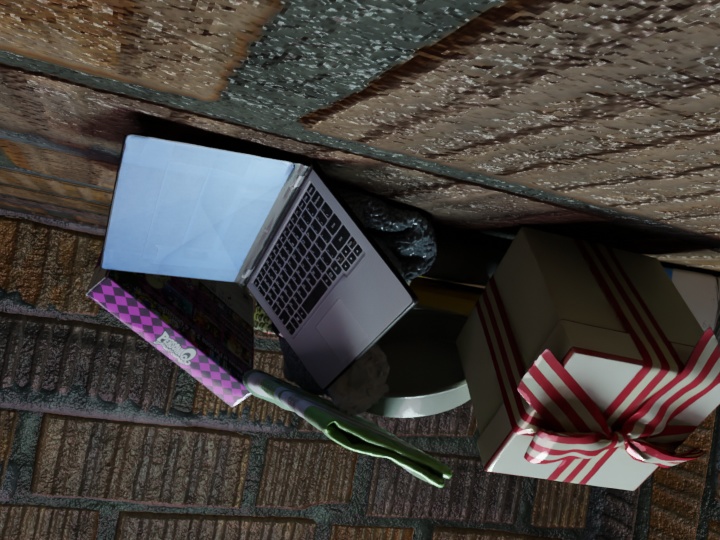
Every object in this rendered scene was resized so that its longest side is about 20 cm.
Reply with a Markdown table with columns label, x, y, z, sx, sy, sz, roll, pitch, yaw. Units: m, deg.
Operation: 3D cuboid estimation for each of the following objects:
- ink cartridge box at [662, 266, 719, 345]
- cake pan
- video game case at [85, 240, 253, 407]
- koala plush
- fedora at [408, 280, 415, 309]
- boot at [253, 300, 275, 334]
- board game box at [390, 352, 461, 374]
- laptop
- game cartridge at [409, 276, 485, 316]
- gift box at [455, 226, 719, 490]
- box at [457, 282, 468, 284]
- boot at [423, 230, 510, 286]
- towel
| label | x | y | z | sx | sy | sz | roll | pitch | yaw |
| --- | --- | --- | --- | --- | --- | --- | --- | --- | --- |
| ink cartridge box | 0.374 | 0.049 | 0.788 | 0.199 | 0.085 | 0.146 | 11 | 178 | 3 |
| cake pan | 0.056 | 0.102 | 0.784 | 0.199 | 0.037 | 0.200 | -6 | -158 | 2 |
| video game case | -0.195 | 0.028 | 0.760 | 0.200 | 0.036 | 0.182 | 46 | -164 | -30 |
| koala plush | -0.020 | 0.033 | 0.691 | 0.183 | 0.201 | 0.177 | 12 | 177 | -35 |
| fedora | 0.046 | 0.050 | 1.118 | 0.199 | 0.092 | 0.201 | 9 | 178 | 0 |
| boot | -0.118 | 0.004 | 0.925 | 0.073 | 0.155 | 0.203 | 17 | 175 | -32 |
| board game box | 0.115 | 0.101 | 0.918 | 0.150 | 0.047 | 0.199 | 11 | -158 | 43 |
| laptop | -0.091 | 0.008 | 0.543 | 0.116 | 0.200 | 0.187 | -30 | 168 | -36 |
| game cartridge | 0.161 | 0.040 | 0.888 | 0.199 | 0.033 | 0.176 | 8 | -177 | 6 |
| gift box | 0.200 | 0.078 | 0.625 | 0.183 | 0.201 | 0.187 | 7 | -140 | -12 |
| box | 0.106 | -0.012 | 0.961 | 0.117 | 0.049 | 0.200 | 12 | 179 | -28 |
| boot | 0.166 | -0.005 | 0.770 | 0.199 | 0.073 | 0.182 | 18 | 173 | -18 |
| towel | -0.023 | 0.150 | 0.668 | 0.149 | 0.031 | 0.200 | 28 | 171 | -27 |
